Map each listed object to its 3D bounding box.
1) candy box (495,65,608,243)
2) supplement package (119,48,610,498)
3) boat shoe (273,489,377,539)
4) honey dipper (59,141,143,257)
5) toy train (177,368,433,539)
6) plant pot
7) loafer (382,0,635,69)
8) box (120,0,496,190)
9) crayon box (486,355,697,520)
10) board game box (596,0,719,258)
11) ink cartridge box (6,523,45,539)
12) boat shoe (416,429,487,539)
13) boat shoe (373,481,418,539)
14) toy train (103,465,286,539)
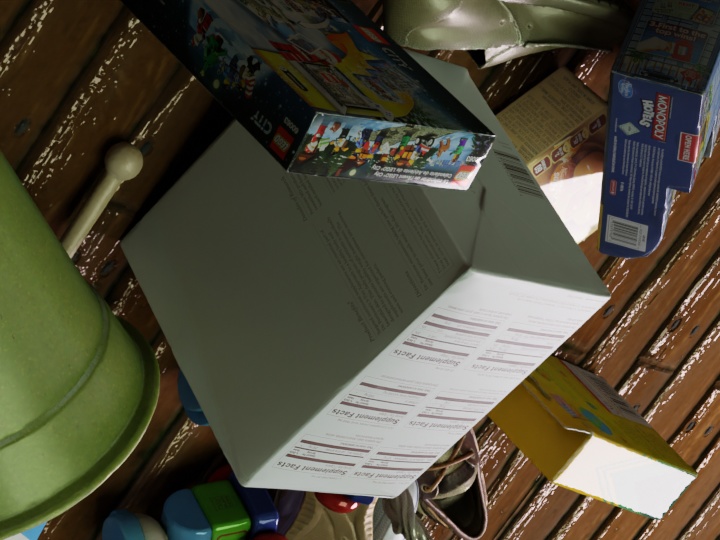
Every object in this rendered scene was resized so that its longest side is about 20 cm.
[{"bbox_3d":[0.085,-0.035,1.591,0.200,0.055,0.115,-37,144,-10],"label":"candy box"},{"bbox_3d":[0.000,0.000,1.400,0.200,0.191,0.147,-45,147,25],"label":"supplement package"},{"bbox_3d":[-0.025,0.166,1.678,0.074,0.069,0.200,13,119,-14],"label":"boat shoe"},{"bbox_3d":[-0.188,0.009,1.391,0.038,0.038,0.200,21,110,-51],"label":"honey dipper"},{"bbox_3d":[-0.030,0.119,1.518,0.116,0.200,0.085,6,123,-41],"label":"toy train"},{"bbox_3d":[-0.228,0.013,1.245,0.200,0.200,0.190,-30,129,-17],"label":"plant pot"},{"bbox_3d":[0.086,-0.163,1.453,0.200,0.076,0.067,8,124,-38],"label":"loafer"},{"bbox_3d":[-0.037,-0.117,1.265,0.136,0.200,0.038,5,122,-45],"label":"box"},{"bbox_3d":[0.152,0.112,1.747,0.051,0.127,0.200,-51,143,11],"label":"crayon box"},{"bbox_3d":[0.213,-0.137,1.530,0.200,0.062,0.200,86,23,-58],"label":"board game box"},{"bbox_3d":[-0.286,0.143,1.405,0.200,0.068,0.115,5,123,-47],"label":"ink cartridge box"},{"bbox_3d":[0.060,0.134,1.724,0.072,0.072,0.200,-32,143,-15],"label":"boat shoe"},{"bbox_3d":[-0.002,0.208,1.750,0.067,0.074,0.200,-2,140,-40],"label":"boat shoe"},{"bbox_3d":[-0.126,0.232,1.634,0.116,0.085,0.200,-8,133,-24],"label":"toy train"}]
